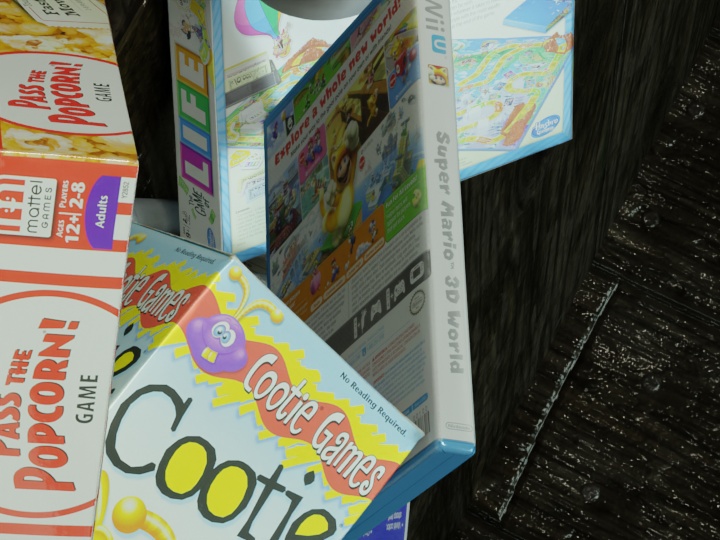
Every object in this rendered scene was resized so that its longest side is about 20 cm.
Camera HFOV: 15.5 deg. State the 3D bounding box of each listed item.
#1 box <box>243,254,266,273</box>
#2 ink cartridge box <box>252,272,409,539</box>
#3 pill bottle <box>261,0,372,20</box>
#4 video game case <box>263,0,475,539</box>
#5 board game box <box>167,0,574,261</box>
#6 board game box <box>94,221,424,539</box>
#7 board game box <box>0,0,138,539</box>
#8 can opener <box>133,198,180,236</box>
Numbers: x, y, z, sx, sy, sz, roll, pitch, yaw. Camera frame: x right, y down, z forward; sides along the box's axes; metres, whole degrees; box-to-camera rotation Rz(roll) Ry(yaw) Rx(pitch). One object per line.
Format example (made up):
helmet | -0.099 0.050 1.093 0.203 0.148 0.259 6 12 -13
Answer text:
box | -0.037 0.017 1.391 0.078 0.095 0.200 -59 169 -30
ink cartridge box | -0.026 0.101 1.200 0.198 0.047 0.200 2 95 -69
pill bottle | -0.019 -0.169 0.983 0.111 0.111 0.200 -62 169 -15
video game case | 0.000 0.000 1.015 0.143 0.018 0.200 137 -44 -54
board game box | 0.009 -0.094 1.161 0.200 0.034 0.135 -21 125 -32
board game box | -0.092 0.095 0.926 0.200 0.105 0.103 -52 -155 -11
board game box | -0.105 -0.004 0.818 0.200 0.046 0.152 -112 -152 -64
can opener | -0.111 -0.002 1.134 0.066 0.053 0.200 -31 176 15
